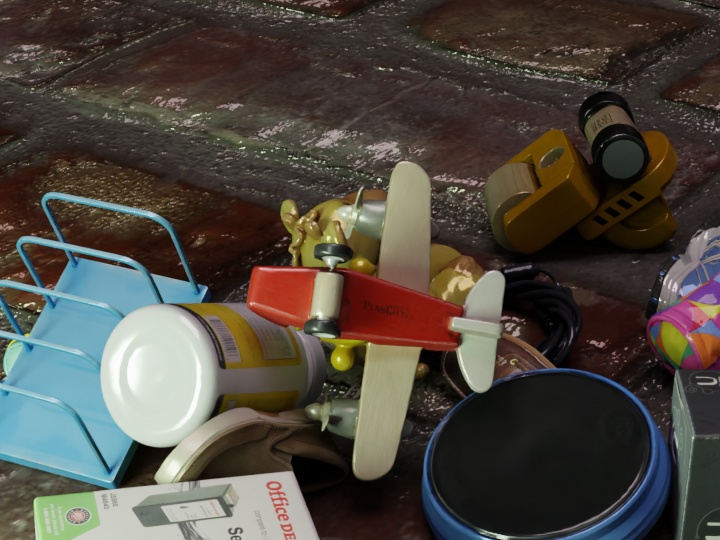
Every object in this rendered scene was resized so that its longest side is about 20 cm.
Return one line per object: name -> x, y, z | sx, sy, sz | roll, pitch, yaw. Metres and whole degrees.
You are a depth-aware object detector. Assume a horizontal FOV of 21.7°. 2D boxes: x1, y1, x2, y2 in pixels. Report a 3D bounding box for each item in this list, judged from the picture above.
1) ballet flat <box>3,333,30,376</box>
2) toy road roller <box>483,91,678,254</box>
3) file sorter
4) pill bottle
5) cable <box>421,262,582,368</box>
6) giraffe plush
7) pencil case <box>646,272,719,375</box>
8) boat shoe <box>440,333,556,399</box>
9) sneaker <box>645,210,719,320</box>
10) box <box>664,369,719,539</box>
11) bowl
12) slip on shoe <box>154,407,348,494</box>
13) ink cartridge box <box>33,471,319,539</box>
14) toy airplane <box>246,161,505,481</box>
ballet flat -> -0.217, 0.090, 1.650 | 0.199, 0.067, 0.067 | 9, -1, 17
toy road roller -> 0.241, -0.074, 1.960 | 0.199, 0.146, 0.123 | -34, 23, 13
file sorter -> -0.238, 0.053, 1.559 | 0.138, 0.123, 0.201 | 11, 58, 21
pill bottle -> -0.112, 0.083, 1.529 | 0.112, 0.113, 0.200 | 17, 7, 29
cable -> 0.124, 0.046, 1.757 | 0.162, 0.051, 0.200 | 1, 27, 1
giraffe plush -> 0.000, 0.000, 1.671 | 0.172, 0.163, 0.200 | -9, 29, 41
pencil case -> 0.357, 0.032, 1.720 | 0.199, 0.089, 0.088 | -28, 36, -22
boat shoe -> 0.139, 0.110, 1.607 | 0.199, 0.071, 0.070 | 25, 31, 39
sneaker -> 0.348, 0.006, 1.838 | 0.077, 0.076, 0.200 | 24, 40, 20
box -> 0.345, 0.155, 1.469 | 0.199, 0.123, 0.106 | 2, 27, 0
bowl -> 0.144, 0.156, 1.480 | 0.199, 0.040, 0.201 | -10, 40, 9
slip on shoe -> -0.080, 0.154, 1.478 | 0.061, 0.076, 0.200 | 46, 20, 22
ink cartridge box -> -0.129, 0.224, 1.353 | 0.199, 0.085, 0.146 | -5, 27, -13
toy airplane -> 0.019, 0.039, 1.523 | 0.200, 0.200, 0.141 | -38, 11, -27
